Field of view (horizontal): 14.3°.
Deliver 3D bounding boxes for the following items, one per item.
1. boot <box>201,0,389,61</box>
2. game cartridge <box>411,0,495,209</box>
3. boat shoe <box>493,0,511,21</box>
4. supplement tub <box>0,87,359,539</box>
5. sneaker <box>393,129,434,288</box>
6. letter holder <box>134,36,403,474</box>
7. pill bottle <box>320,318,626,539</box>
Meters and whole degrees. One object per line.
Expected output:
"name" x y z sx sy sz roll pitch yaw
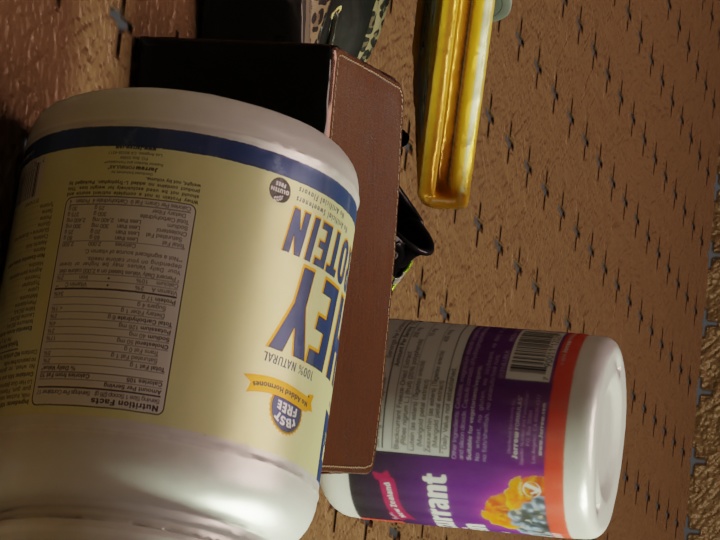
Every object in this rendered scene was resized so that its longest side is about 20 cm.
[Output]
"boot" -0.028 -0.175 1.503 0.151 0.073 0.201 -33 129 -71
"game cartridge" 0.051 -0.158 1.617 0.200 0.032 0.177 -95 -170 -60
"boat shoe" 0.072 -0.239 1.892 0.202 0.074 0.065 75 17 -61
"supplement tub" -0.082 0.039 1.197 0.145 0.144 0.201 54 42 -68
"sneaker" 0.000 0.000 1.636 0.072 0.083 0.201 -61 151 -58
"letter holder" -0.046 -0.004 1.404 0.142 0.100 0.201 13 81 -73
"pill bottle" 0.039 0.084 1.576 0.111 0.199 0.112 4 90 -75
